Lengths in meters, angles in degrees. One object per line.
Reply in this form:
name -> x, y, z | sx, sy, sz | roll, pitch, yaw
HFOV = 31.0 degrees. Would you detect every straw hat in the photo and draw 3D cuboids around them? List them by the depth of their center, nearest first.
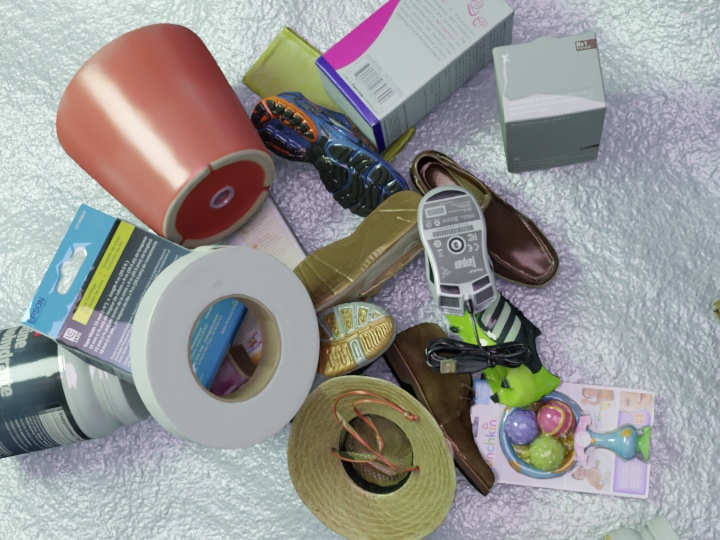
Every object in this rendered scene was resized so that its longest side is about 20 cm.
straw hat -> 0.023, 0.186, 1.383 | 0.200, 0.085, 0.202 | 7, 113, 16

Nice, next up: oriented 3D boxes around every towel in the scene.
towel -> -0.038, -0.189, 1.480 | 0.200, 0.018, 0.086 | 40, 89, 11

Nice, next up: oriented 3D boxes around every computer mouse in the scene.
computer mouse -> 0.108, 0.010, 1.354 | 0.109, 0.044, 0.201 | -9, 77, 0

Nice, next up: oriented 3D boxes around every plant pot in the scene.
plant pot -> -0.197, -0.132, 1.387 | 0.200, 0.200, 0.177 | -42, 66, 1

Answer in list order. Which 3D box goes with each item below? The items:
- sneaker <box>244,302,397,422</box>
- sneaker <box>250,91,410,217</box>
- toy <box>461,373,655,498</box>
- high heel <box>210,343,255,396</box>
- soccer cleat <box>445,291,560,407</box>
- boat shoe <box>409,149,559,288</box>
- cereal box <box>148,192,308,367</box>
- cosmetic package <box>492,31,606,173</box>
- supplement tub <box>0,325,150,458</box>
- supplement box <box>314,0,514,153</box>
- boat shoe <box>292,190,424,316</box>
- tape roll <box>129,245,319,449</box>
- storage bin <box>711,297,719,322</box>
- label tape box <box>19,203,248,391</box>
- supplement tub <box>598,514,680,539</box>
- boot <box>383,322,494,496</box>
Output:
sneaker -> -0.031, 0.100, 1.388 | 0.200, 0.088, 0.076 | -32, 58, 27
sneaker -> -0.023, -0.135, 1.428 | 0.200, 0.078, 0.075 | 39, 127, -4
toy -> 0.211, 0.175, 1.382 | 0.199, 0.047, 0.116 | 5, 82, 8
high heel -> -0.194, 0.063, 1.421 | 0.096, 0.067, 0.200 | -40, 77, 26
soccer cleat -> 0.144, 0.056, 1.403 | 0.081, 0.068, 0.200 | -12, 64, -30
boat shoe -> 0.130, -0.055, 1.409 | 0.202, 0.075, 0.075 | 39, 90, 11
cereal box -> -0.130, 0.002, 1.458 | 0.144, 0.040, 0.200 | -32, 79, 4
cosmetic package -> 0.196, -0.171, 1.350 | 0.106, 0.200, 0.091 | -9, 81, 8
supplement tub -> -0.342, 0.125, 1.422 | 0.199, 0.140, 0.141 | -13, 81, 7
supplement box -> 0.062, -0.239, 1.418 | 0.200, 0.103, 0.101 | -39, 77, -3
boat shoe -> 0.000, 0.000, 1.400 | 0.200, 0.069, 0.074 | -36, 48, -2
tape roll -> -0.132, 0.075, 1.287 | 0.202, 0.037, 0.204 | -1, 91, -35
storage bin -> 0.465, 0.078, 1.285 | 0.094, 0.199, 0.200 | -28, 80, -14
label tape box -> -0.225, 0.039, 1.336 | 0.199, 0.066, 0.144 | 24, 75, 2
supplement tub -> 0.251, 0.350, 1.304 | 0.200, 0.145, 0.146 | -32, 80, 4
boot -> 0.099, 0.144, 1.390 | 0.075, 0.074, 0.200 | -29, 73, -6
